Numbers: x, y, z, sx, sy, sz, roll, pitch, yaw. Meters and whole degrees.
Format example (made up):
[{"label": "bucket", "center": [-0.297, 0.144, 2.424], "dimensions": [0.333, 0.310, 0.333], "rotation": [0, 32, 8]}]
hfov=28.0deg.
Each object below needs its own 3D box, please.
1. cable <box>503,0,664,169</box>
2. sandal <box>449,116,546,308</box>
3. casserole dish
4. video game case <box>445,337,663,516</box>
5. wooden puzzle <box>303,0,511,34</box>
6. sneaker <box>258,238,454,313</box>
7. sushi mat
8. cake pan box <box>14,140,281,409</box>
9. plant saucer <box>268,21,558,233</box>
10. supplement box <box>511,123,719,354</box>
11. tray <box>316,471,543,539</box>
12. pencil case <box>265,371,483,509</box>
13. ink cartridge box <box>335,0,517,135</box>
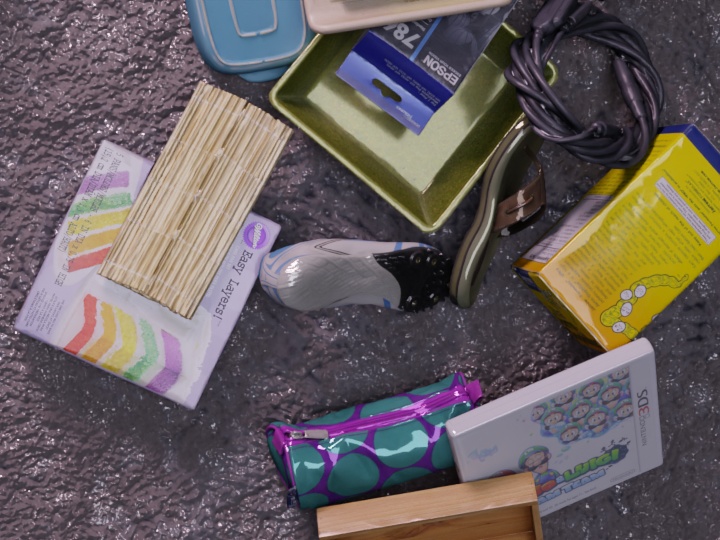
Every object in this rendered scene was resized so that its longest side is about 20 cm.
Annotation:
[{"label": "cable", "center": [0.207, -0.165, 1.320], "dimensions": [0.163, 0.051, 0.200], "rotation": [47, 44, -16]}, {"label": "sandal", "center": [0.142, -0.054, 1.345], "dimensions": [0.057, 0.080, 0.201], "rotation": [24, 100, 20]}, {"label": "casserole dish", "center": [-0.101, -0.262, 1.294], "dimensions": [0.121, 0.039, 0.200], "rotation": [-10, 112, -2]}, {"label": "video game case", "center": [0.185, 0.162, 1.342], "dimensions": [0.200, 0.024, 0.182], "rotation": [-22, 137, -5]}, {"label": "wooden puzzle", "center": [0.030, -0.315, 1.257], "dimensions": [0.185, 0.037, 0.200], "rotation": [-10, 86, -8]}, {"label": "sneaker", "center": [0.000, 0.000, 1.330], "dimensions": [0.200, 0.072, 0.072], "rotation": [0, 113, -30]}, {"label": "sushi mat", "center": [-0.147, -0.063, 1.293], "dimensions": [0.096, 0.012, 0.200], "rotation": [29, 88, -7]}, {"label": "cake pan box", "center": [-0.192, 0.001, 1.321], "dimensions": [0.184, 0.052, 0.200], "rotation": [27, 89, -11]}, {"label": "plant saucer", "center": [0.048, -0.170, 1.340], "dimensions": [0.200, 0.048, 0.200], "rotation": [39, 86, -8]}, {"label": "supplement box", "center": [0.257, -0.030, 1.350], "dimensions": [0.200, 0.109, 0.110], "rotation": [-44, 98, -3]}, {"label": "tray", "center": [0.067, 0.242, 1.336], "dimensions": [0.200, 0.037, 0.099], "rotation": [-10, 137, 4]}, {"label": "pencil case", "center": [0.017, 0.158, 1.340], "dimensions": [0.200, 0.093, 0.085], "rotation": [-16, 51, -8]}, {"label": "ink cartridge box", "center": [0.073, -0.230, 1.296], "dimensions": [0.099, 0.039, 0.200], "rotation": [34, 83, -10]}]
